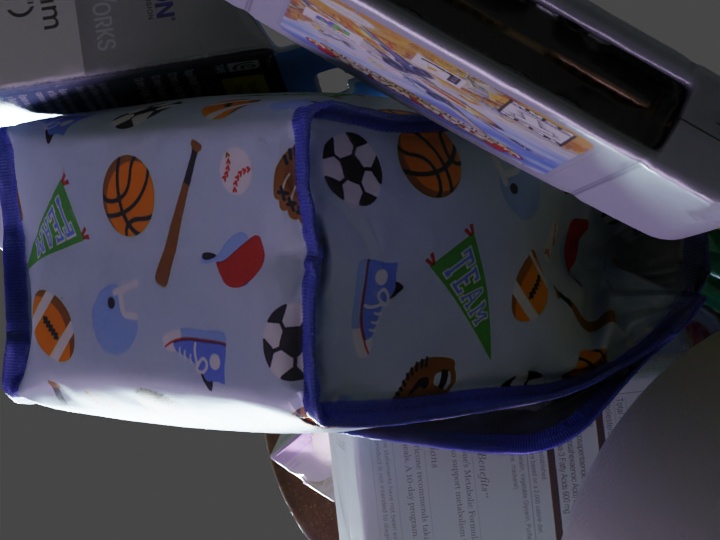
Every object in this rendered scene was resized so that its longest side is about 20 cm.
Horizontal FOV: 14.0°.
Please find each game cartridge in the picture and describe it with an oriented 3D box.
[{"bbox_3d":[0.028,-0.068,0.859,0.200,0.042,0.133,29,171,-3],"label":"game cartridge"}]

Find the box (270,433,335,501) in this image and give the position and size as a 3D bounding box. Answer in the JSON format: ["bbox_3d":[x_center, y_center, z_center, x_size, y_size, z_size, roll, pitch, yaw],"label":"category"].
[{"bbox_3d":[0.029,0.037,1.265,0.039,0.041,0.200,35,137,-12],"label":"box"}]

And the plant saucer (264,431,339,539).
[{"bbox_3d":[0.048,0.070,1.405,0.200,0.201,0.037,30,149,-17],"label":"plant saucer"}]

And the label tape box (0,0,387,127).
[{"bbox_3d":[-0.089,-0.084,1.054,0.199,0.066,0.143,-10,172,1],"label":"label tape box"}]

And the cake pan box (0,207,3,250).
[{"bbox_3d":[-0.177,-0.079,1.421,0.200,0.052,0.184,33,-157,-57],"label":"cake pan box"}]

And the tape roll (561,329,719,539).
[{"bbox_3d":[0.181,0.124,0.989,0.202,0.203,0.139,32,174,-35],"label":"tape roll"}]

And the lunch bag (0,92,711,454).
[{"bbox_3d":[0.000,0.000,1.021,0.170,0.124,0.200,3,-175,44],"label":"lunch bag"}]

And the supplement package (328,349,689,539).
[{"bbox_3d":[0.094,0.092,1.137,0.199,0.110,0.114,-6,-178,-5],"label":"supplement package"}]

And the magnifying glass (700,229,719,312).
[{"bbox_3d":[0.100,-0.012,1.112,0.200,0.022,0.080,26,175,39],"label":"magnifying glass"}]

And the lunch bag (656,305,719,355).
[{"bbox_3d":[0.084,0.097,1.280,0.127,0.200,0.170,29,176,-13],"label":"lunch bag"}]
